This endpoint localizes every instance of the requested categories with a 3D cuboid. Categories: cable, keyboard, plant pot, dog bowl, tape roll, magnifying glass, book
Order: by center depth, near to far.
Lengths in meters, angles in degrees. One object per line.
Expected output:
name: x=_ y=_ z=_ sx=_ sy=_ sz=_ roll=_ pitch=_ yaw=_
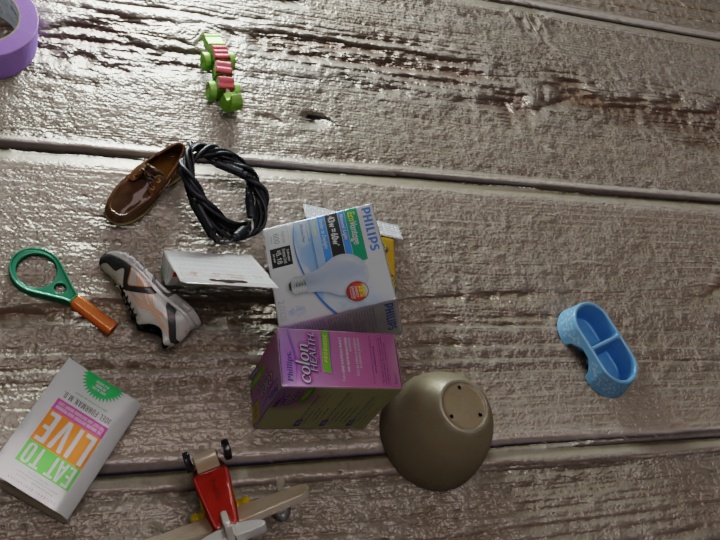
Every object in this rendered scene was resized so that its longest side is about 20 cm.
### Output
book: x=-0.429 y=0.247 z=1.232 sx=0.133 sy=0.048 sz=0.201 roll=32 pitch=51 yaw=-8
magnifying glass: x=-0.475 y=0.035 z=1.350 sx=0.199 sy=0.022 sz=0.080 roll=38 pitch=53 yaw=0
plant pot: x=0.148 y=0.252 z=1.423 sx=0.197 sy=0.135 sz=0.203 roll=12 pitch=56 yaw=-18
cable: x=-0.244 y=-0.151 z=1.516 sx=0.162 sy=0.051 sz=0.202 roll=-32 pitch=92 yaw=-42
tape roll: x=-0.686 y=-0.441 z=1.517 sx=0.197 sy=0.066 sz=0.203 roll=11 pitch=58 yaw=-18
keyboard: x=-0.014 y=-0.093 z=1.621 sx=0.197 sy=0.011 sz=0.056 roll=12 pitch=23 yaw=-17
dog bowl: x=0.477 y=0.152 z=1.682 sx=0.110 sy=0.050 sz=0.202 roll=-18 pitch=69 yaw=-31

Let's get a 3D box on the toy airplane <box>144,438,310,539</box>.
toy airplane: x=-0.193 y=0.358 z=1.205 sx=0.197 sy=0.143 sz=0.200 roll=10 pitch=36 yaw=22

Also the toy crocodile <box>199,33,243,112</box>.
toy crocodile: x=-0.275 y=-0.395 z=1.672 sx=0.066 sy=0.062 sz=0.203 roll=-2 pitch=61 yaw=-25

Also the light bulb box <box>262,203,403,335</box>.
light bulb box: x=-0.047 y=0.019 z=1.427 sx=0.197 sy=0.125 sz=0.201 roll=-14 pitch=59 yaw=-1

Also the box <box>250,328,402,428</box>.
box: x=-0.059 y=0.177 z=1.351 sx=0.197 sy=0.176 sz=0.098 roll=3 pitch=59 yaw=-21

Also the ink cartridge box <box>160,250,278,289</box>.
ink cartridge box: x=-0.233 y=0.015 z=1.376 sx=0.158 sy=0.051 sz=0.200 roll=4 pitch=16 yaw=-22

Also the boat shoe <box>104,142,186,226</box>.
boat shoe: x=-0.376 y=-0.159 z=1.481 sx=0.072 sy=0.068 sz=0.201 roll=37 pitch=53 yaw=1

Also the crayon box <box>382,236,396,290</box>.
crayon box: x=0.000 y=0.000 z=1.562 sx=0.125 sy=0.051 sz=0.203 roll=9 pitch=57 yaw=-18

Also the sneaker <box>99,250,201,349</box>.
sneaker: x=-0.355 y=0.046 z=1.366 sx=0.199 sy=0.074 sz=0.080 roll=38 pitch=69 yaw=10
